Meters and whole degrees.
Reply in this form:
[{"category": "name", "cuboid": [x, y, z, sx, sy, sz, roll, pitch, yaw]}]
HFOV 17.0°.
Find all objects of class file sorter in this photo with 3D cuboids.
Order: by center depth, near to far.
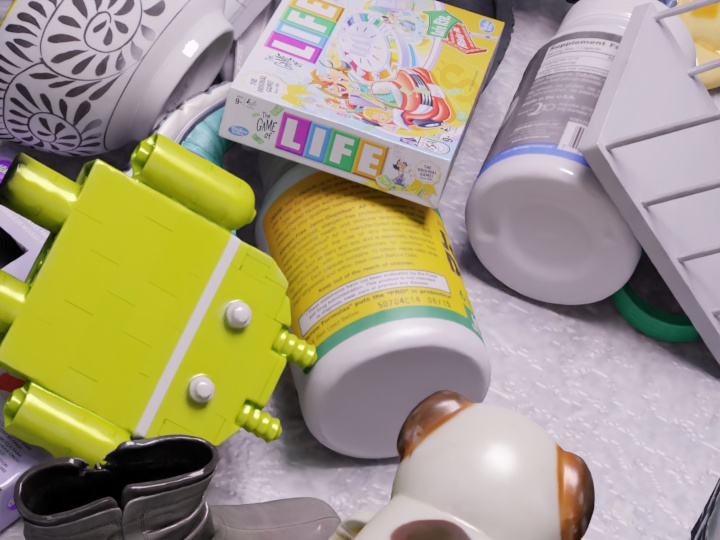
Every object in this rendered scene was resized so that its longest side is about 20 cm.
[{"category": "file sorter", "cuboid": [0.247, -0.059, 1.456, 0.200, 0.124, 0.139, 53, 40, -28]}]

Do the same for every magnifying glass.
[{"category": "magnifying glass", "cuboid": [0.205, -0.032, 1.566, 0.079, 0.022, 0.201, 14, 48, -2]}]

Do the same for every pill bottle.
[{"category": "pill bottle", "cuboid": [0.000, 0.000, 1.414, 0.112, 0.113, 0.201, -3, 49, -18]}, {"category": "pill bottle", "cuboid": [0.146, -0.083, 1.530, 0.113, 0.114, 0.200, 22, 46, 5]}]

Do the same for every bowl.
[{"category": "bowl", "cuboid": [-0.138, -0.136, 1.439, 0.094, 0.201, 0.201, 36, 49, 7]}]

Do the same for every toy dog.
[{"category": "toy dog", "cuboid": [0.033, 0.155, 1.235, 0.139, 0.195, 0.200, 20, 51, 21]}]

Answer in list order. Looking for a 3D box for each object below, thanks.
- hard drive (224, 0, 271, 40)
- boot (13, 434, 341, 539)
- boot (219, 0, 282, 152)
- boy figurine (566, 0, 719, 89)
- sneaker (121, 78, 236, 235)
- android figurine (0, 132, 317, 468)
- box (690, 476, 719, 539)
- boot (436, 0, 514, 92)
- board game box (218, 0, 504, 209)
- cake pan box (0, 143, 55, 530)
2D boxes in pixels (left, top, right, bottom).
[{"category": "hard drive", "cuboid": [-0.053, -0.257, 1.536, 0.200, 0.027, 0.132, -48, 51, 1]}, {"category": "boot", "cuboid": [-0.087, 0.135, 1.253, 0.199, 0.131, 0.068, -12, 53, -25]}, {"category": "boot", "cuboid": [-0.091, -0.151, 1.565, 0.095, 0.074, 0.201, 8, 38, 0]}, {"category": "boy figurine", "cuboid": [0.240, -0.178, 1.662, 0.199, 0.064, 0.125, 23, 73, -14]}, {"category": "sneaker", "cuboid": [-0.106, -0.035, 1.395, 0.079, 0.078, 0.200, 37, 48, -4]}, {"category": "android figurine", "cuboid": [-0.119, 0.023, 1.302, 0.199, 0.041, 0.183, 31, 78, -14]}, {"category": "box", "cuboid": [0.257, 0.171, 1.270, 0.123, 0.197, 0.201, 12, 46, -3]}, {"category": "boot", "cuboid": [0.024, -0.200, 1.600, 0.162, 0.073, 0.199, 32, 38, -14]}, {"category": "board game box", "cuboid": [0.005, -0.116, 1.442, 0.134, 0.034, 0.200, 18, 31, 3]}, {"category": "cake pan box", "cuboid": [-0.209, 0.032, 1.371, 0.200, 0.052, 0.184, 40, 48, 20]}]
